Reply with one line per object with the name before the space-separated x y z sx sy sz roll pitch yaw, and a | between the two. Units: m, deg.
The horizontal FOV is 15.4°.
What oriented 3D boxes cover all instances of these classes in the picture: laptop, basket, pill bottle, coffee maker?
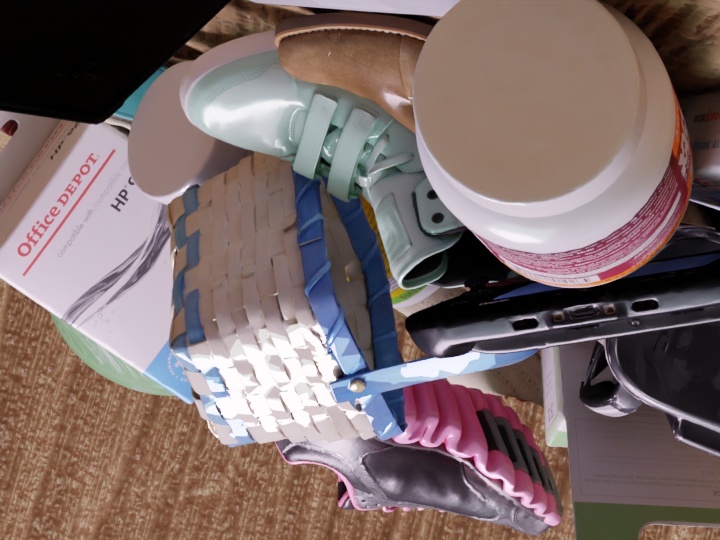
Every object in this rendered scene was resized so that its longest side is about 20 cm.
laptop | -0.075 -0.097 1.165 0.199 0.117 0.187 20 175 -41
basket | 0.000 0.000 1.433 0.199 0.177 0.139 -18 131 16
pill bottle | -0.036 -0.054 1.565 0.199 0.112 0.111 20 174 -42
pill bottle | 0.082 -0.057 1.134 0.109 0.110 0.200 15 176 12
coffee maker | 0.208 0.021 1.424 0.191 0.136 0.200 -1 -168 -5

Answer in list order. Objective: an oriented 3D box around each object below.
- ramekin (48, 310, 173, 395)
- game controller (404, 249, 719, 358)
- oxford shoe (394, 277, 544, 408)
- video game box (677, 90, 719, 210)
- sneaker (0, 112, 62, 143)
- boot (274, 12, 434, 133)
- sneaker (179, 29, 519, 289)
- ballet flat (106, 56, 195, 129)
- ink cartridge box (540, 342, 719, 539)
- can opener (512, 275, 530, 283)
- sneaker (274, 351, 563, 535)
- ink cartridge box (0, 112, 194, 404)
ramekin | -0.128 -0.025 1.758 0.199 0.201 0.098 15 168 14
game controller | 0.122 0.010 1.264 0.199 0.042 0.104 -10 175 25
oxford shoe | 0.096 0.054 1.625 0.200 0.074 0.071 46 -156 25
video game box | 0.246 -0.036 1.243 0.199 0.047 0.182 17 177 -15
sneaker | -0.147 -0.110 1.694 0.199 0.079 0.116 18 -168 -19
boot | 0.041 -0.076 1.287 0.199 0.076 0.074 15 177 22
sneaker | 0.001 -0.053 1.348 0.199 0.119 0.074 10 137 -1
ballet flat | -0.115 -0.103 1.600 0.069 0.070 0.200 12 168 42
ink cartridge box | 0.180 0.096 1.535 0.144 0.201 0.048 4 154 -11
can opener | 0.085 -0.006 1.699 0.200 0.053 0.067 46 -146 14
sneaker | 0.032 0.111 1.566 0.199 0.095 0.079 31 -153 -29
ink cartridge box | -0.153 -0.024 1.620 0.199 0.116 0.068 35 -175 -21
